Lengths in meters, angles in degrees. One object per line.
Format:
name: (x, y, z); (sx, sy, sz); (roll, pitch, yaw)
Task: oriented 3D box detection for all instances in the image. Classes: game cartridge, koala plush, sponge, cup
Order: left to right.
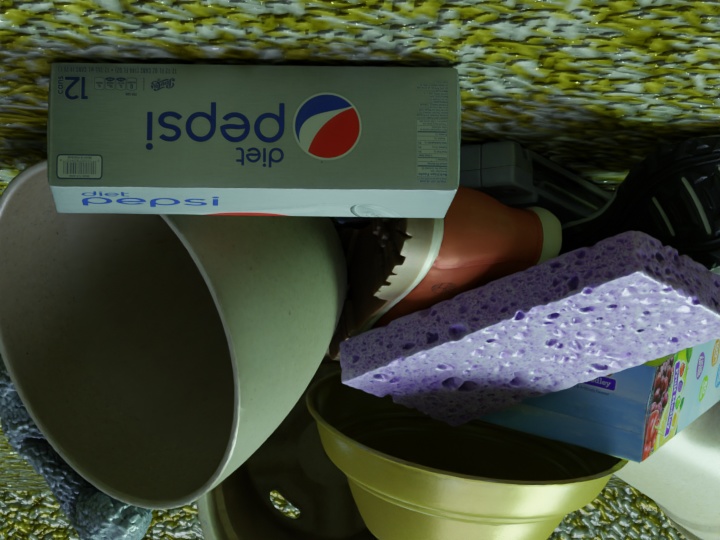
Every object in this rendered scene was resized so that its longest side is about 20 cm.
koala plush: (-0.155, 0.074, 1.615); (0.184, 0.177, 0.200); (46, 152, -8)
cup: (-0.091, 0.014, 1.285); (0.200, 0.201, 0.143); (-11, -170, 46)
game cartridge: (0.071, -0.037, 1.377); (0.129, 0.039, 0.200); (-10, 167, 25)
sponge: (0.099, 0.035, 1.284); (0.199, 0.030, 0.111); (-21, 151, 32)

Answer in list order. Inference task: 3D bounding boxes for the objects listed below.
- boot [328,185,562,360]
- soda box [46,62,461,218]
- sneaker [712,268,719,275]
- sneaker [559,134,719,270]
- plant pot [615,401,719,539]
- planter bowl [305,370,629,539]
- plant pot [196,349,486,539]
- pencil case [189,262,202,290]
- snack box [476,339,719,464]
boot: (0.042, 0.006, 1.325); (0.107, 0.075, 0.200); (4, 162, -19)
soda box: (-0.052, -0.063, 1.135); (0.199, 0.064, 0.068); (1, 170, -4)
sneaker: (0.272, -0.021, 1.413); (0.199, 0.074, 0.080); (-2, 145, 22)
sneaker: (0.177, -0.026, 1.313); (0.079, 0.074, 0.200); (-17, 170, -43)
plant pot: (0.231, 0.087, 1.642); (0.183, 0.201, 0.200); (23, 157, -40)
planter bowl: (0.059, 0.128, 1.403); (0.199, 0.084, 0.200); (9, -165, -2)
plant pot: (-0.013, 0.134, 1.578); (0.199, 0.201, 0.183); (0, -178, -4)
pencil case: (-0.136, 0.014, 1.466); (0.199, 0.093, 0.085); (-8, 157, 44)
snack box: (0.137, 0.047, 1.450); (0.168, 0.068, 0.200); (14, -164, 23)
